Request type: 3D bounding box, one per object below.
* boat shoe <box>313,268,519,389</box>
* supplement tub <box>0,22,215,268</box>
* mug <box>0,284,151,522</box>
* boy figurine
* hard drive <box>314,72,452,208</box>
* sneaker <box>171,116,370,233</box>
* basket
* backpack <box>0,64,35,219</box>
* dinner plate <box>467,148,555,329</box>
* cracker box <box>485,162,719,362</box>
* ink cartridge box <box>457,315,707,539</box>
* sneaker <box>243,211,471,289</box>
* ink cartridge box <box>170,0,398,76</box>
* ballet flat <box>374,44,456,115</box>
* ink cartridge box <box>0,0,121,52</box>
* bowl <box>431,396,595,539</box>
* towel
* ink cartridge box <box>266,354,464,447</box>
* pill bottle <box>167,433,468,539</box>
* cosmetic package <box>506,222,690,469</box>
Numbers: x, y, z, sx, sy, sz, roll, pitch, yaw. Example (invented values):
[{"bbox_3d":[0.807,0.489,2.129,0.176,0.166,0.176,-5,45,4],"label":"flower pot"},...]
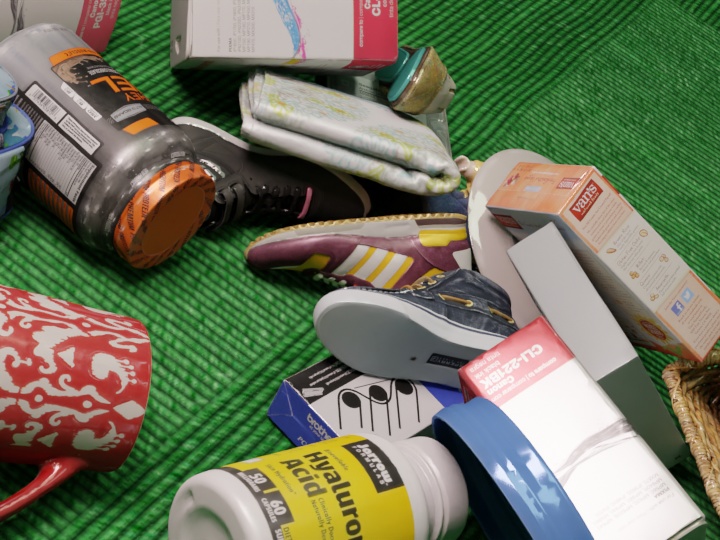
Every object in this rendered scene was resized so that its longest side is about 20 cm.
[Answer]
[{"bbox_3d":[0.045,0.037,1.182,0.199,0.071,0.091,19,38,-28],"label":"boat shoe"},{"bbox_3d":[-0.220,-0.101,1.203,0.200,0.123,0.122,42,38,17],"label":"supplement tub"},{"bbox_3d":[-0.257,0.089,0.982,0.199,0.179,0.133,12,2,-27],"label":"mug"},{"bbox_3d":[0.117,-0.048,1.394,0.199,0.064,0.125,-8,83,-41],"label":"boy figurine"},{"bbox_3d":[0.024,-0.137,1.477,0.139,0.038,0.201,17,37,-15],"label":"hard drive"},{"bbox_3d":[-0.092,-0.063,1.291,0.199,0.071,0.099,19,39,-4],"label":"sneaker"},{"bbox_3d":[0.374,0.144,1.244,0.149,0.143,0.201,33,30,-33],"label":"basket"},{"bbox_3d":[-0.368,-0.107,1.095,0.183,0.147,0.200,37,40,16],"label":"backpack"},{"bbox_3d":[0.179,-0.024,1.374,0.199,0.024,0.202,17,62,-36],"label":"dinner plate"},{"bbox_3d":[0.218,-0.010,1.288,0.200,0.058,0.134,42,-10,-21],"label":"cracker box"},{"bbox_3d":[0.166,0.158,1.111,0.083,0.145,0.200,-32,60,-9],"label":"ink cartridge box"},{"bbox_3d":[0.000,0.000,1.267,0.198,0.091,0.075,-6,3,-6],"label":"sneaker"},{"bbox_3d":[-0.076,-0.234,1.399,0.198,0.086,0.148,1,3,-15],"label":"ink cartridge box"},{"bbox_3d":[0.059,-0.182,1.424,0.070,0.071,0.200,20,10,-11],"label":"ballet flat"},{"bbox_3d":[-0.344,-0.266,1.354,0.199,0.083,0.147,-14,54,-43],"label":"ink cartridge box"},{"bbox_3d":[0.119,0.179,1.036,0.039,0.201,0.201,-30,58,-8],"label":"bowl"},{"bbox_3d":[-0.014,-0.123,1.322,0.199,0.048,0.171,17,17,-9],"label":"towel"},{"bbox_3d":[0.026,0.099,1.187,0.094,0.044,0.200,44,39,18],"label":"ink cartridge box"},{"bbox_3d":[-0.023,0.174,1.010,0.199,0.112,0.111,-10,50,-40],"label":"pill bottle"},{"bbox_3d":[0.203,0.072,1.233,0.151,0.052,0.200,60,5,38],"label":"cosmetic package"}]
